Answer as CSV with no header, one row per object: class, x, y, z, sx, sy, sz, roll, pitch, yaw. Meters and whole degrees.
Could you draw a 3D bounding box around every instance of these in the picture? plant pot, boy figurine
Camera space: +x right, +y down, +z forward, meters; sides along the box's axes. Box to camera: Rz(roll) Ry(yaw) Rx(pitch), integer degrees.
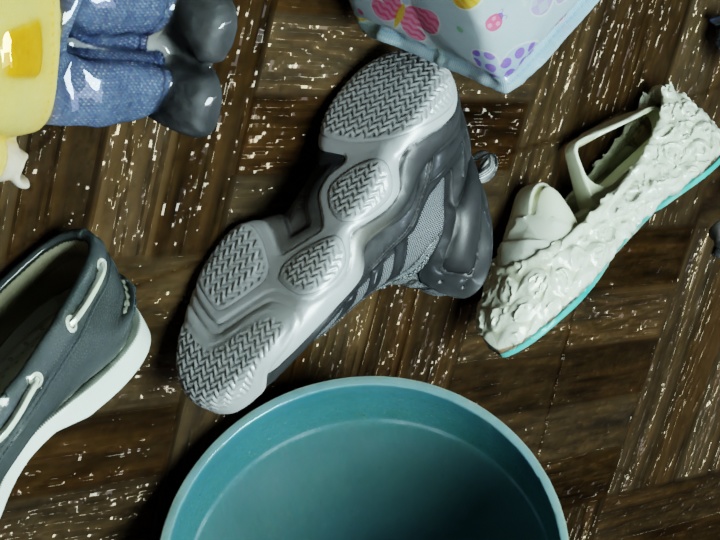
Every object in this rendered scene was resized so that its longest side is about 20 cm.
plant pot,0.008,0.188,0.884,0.200,0.200,0.188,-41,152,-19
boy figurine,-0.141,-0.089,0.647,0.199,0.064,0.125,-7,121,-47

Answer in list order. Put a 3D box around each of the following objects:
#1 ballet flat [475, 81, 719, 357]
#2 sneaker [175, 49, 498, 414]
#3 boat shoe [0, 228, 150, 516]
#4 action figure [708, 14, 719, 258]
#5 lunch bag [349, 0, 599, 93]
ballet flat,0.124,-0.036,0.960,0.200,0.072,0.072,-41,137,-23
sneaker,0.000,0.000,0.832,0.201,0.075,0.114,-55,137,-8
boat shoe,-0.166,0.061,0.697,0.200,0.075,0.061,-54,139,-38
action figure,0.272,-0.097,1.067,0.199,0.105,0.195,22,91,-22
lunch bag,0.072,-0.211,0.743,0.200,0.127,0.170,-49,141,-22
